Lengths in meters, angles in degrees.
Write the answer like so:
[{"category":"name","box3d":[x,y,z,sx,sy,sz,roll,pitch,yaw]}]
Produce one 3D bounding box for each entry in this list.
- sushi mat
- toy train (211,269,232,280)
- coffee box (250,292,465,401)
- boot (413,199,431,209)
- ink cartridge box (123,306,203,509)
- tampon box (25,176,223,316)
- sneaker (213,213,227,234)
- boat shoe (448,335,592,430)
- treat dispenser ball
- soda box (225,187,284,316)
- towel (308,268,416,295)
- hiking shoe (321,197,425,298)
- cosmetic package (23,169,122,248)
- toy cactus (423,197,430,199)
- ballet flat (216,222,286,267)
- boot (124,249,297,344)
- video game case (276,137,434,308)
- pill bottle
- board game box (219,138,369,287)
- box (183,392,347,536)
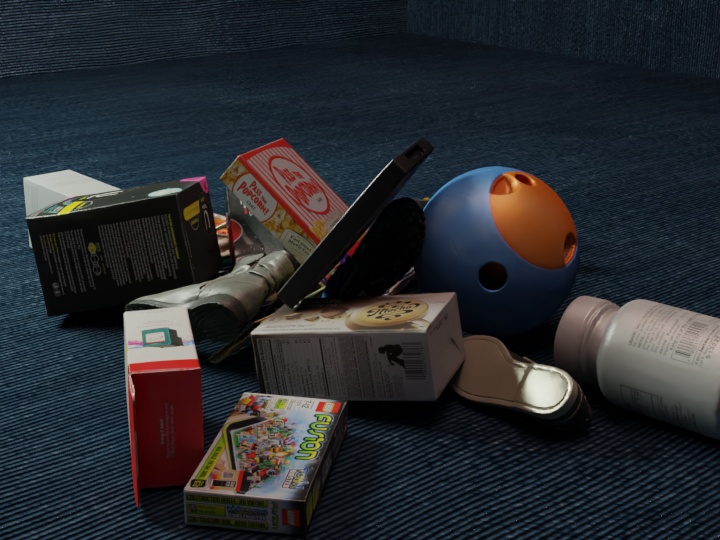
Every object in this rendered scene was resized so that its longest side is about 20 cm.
[{"category":"sushi mat","box3d":[-0.090,0.054,1.380,0.095,0.012,0.199,-39,-6,35]},{"category":"toy train","box3d":[-0.226,0.034,1.486,0.045,0.035,0.199,9,20,34]},{"category":"coffee box","box3d":[-0.002,0.081,1.232,0.197,0.081,0.113,-2,17,23]},{"category":"boot","box3d":[0.158,-0.056,1.574,0.163,0.067,0.200,-6,-15,16]},{"category":"ink cartridge box","box3d":[-0.185,0.124,1.092,0.066,0.118,0.200,-3,20,-12]},{"category":"tampon box","box3d":[-0.293,-0.035,1.476,0.197,0.128,0.150,-9,12,8]},{"category":"sneaker","box3d":[-0.172,-0.045,1.697,0.197,0.074,0.078,-5,40,-2]},{"category":"boat shoe","box3d":[0.162,0.123,1.220,0.063,0.073,0.199,40,-13,-33]},{"category":"treat dispenser ball","box3d":[0.161,-0.022,1.387,0.198,0.204,0.201,0,18,0]},{"category":"soda box","box3d":[-0.136,-0.028,1.522,0.070,0.064,0.201,-3,39,-10]},{"category":"towel","box3d":[0.006,0.005,1.592,0.145,0.024,0.200,6,17,23]},{"category":"hiking shoe","box3d":[0.000,0.000,1.348,0.074,0.202,0.086,31,-2,-37]},{"category":"cosmetic package","box3d":[-0.402,-0.069,1.671,0.081,0.114,0.199,-16,26,-39]},{"category":"toy cactus","box3d":[0.166,-0.083,1.768,0.197,0.104,0.165,-11,10,-5]},{"category":"ballet flat","box3d":[-0.139,-0.044,1.635,0.197,0.068,0.068,-5,-13,-11]},{"category":"boot","box3d":[-0.170,0.031,1.354,0.198,0.068,0.131,-5,28,39]},{"category":"video game case","box3d":[-0.002,-0.057,1.305,0.025,0.200,0.181,42,19,1]},{"category":"pill bottle","box3d":[0.304,0.092,1.189,0.198,0.116,0.114,16,24,40]},{"category":"board game box","box3d":[-0.075,-0.077,1.532,0.200,0.046,0.151,46,23,2]},{"category":"box","box3d":[-0.082,0.173,1.074,0.108,0.035,0.200,3,19,9]}]
